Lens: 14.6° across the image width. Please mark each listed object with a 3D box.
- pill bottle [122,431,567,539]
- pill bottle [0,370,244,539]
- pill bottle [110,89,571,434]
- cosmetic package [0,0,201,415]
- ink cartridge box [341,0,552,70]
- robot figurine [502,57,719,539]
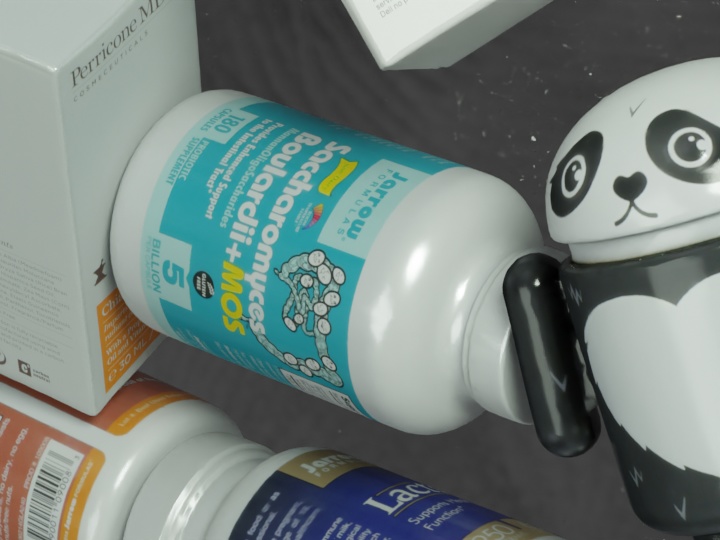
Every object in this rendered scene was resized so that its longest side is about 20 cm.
[{"bbox_3d":[-0.001,0.143,1.221,0.199,0.115,0.117,18,118,35],"label":"pill bottle"},{"bbox_3d":[-0.158,0.085,1.340,0.199,0.112,0.113,22,120,34],"label":"pill bottle"},{"bbox_3d":[0.000,0.000,1.170,0.199,0.110,0.112,19,118,34],"label":"pill bottle"},{"bbox_3d":[-0.122,-0.047,1.224,0.071,0.102,0.201,22,139,24],"label":"cosmetic package"},{"bbox_3d":[0.029,-0.197,1.055,0.145,0.084,0.201,-30,84,19],"label":"ink cartridge box"},{"bbox_3d":[0.141,0.022,1.042,0.125,0.149,0.201,-167,59,-77],"label":"robot figurine"}]
